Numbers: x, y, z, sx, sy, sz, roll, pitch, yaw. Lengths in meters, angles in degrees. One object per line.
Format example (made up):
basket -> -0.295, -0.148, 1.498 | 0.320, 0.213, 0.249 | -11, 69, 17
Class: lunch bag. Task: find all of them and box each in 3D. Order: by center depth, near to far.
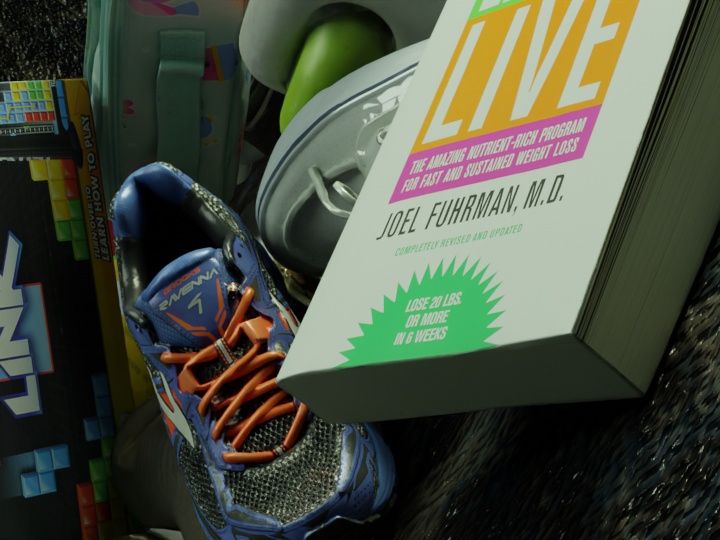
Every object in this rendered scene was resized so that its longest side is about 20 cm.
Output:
lunch bag -> -0.085, -0.124, 1.063 | 0.200, 0.077, 0.161 | 97, 177, -55

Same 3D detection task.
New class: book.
book -> 0.061, -0.048, 0.727 | 0.133, 0.048, 0.201 | -11, 48, 49

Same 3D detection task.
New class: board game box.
board game box -> -0.173, 0.024, 0.976 | 0.057, 0.201, 0.165 | -8, 0, 38

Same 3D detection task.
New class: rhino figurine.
rhino figurine -> -0.041, 0.077, 0.941 | 0.087, 0.060, 0.200 | -47, 21, -13

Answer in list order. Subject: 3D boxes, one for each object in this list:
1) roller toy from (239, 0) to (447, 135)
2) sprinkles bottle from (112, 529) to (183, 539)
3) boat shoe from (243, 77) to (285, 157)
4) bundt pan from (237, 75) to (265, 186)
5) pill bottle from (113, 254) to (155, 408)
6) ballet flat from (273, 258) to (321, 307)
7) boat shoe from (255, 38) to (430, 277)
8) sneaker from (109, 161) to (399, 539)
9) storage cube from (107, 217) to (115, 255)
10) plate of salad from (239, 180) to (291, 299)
roller toy -> 0.045, -0.140, 0.947 | 0.183, 0.139, 0.201 | -75, 8, -69
sprinkles bottle -> -0.122, 0.184, 1.020 | 0.068, 0.068, 0.200 | -50, 12, 43
boat shoe -> -0.020, -0.123, 1.113 | 0.067, 0.057, 0.200 | -65, -5, -45
bundt pan -> -0.069, -0.097, 1.283 | 0.202, 0.076, 0.202 | -46, 4, 5
pill bottle -> -0.141, 0.087, 1.153 | 0.200, 0.111, 0.111 | -43, 3, -20
ballet flat -> 0.000, 0.000, 0.983 | 0.068, 0.062, 0.200 | -59, 9, -11
boat shoe -> 0.033, -0.030, 0.841 | 0.202, 0.075, 0.086 | -27, 36, 36
sneaker -> -0.051, 0.034, 0.863 | 0.075, 0.079, 0.200 | -33, 43, -2
storage cube -> -0.193, 0.065, 1.318 | 0.200, 0.170, 0.180 | 85, -151, -71
plate of salad -> -0.015, -0.043, 1.264 | 0.200, 0.048, 0.200 | -50, 13, 16
